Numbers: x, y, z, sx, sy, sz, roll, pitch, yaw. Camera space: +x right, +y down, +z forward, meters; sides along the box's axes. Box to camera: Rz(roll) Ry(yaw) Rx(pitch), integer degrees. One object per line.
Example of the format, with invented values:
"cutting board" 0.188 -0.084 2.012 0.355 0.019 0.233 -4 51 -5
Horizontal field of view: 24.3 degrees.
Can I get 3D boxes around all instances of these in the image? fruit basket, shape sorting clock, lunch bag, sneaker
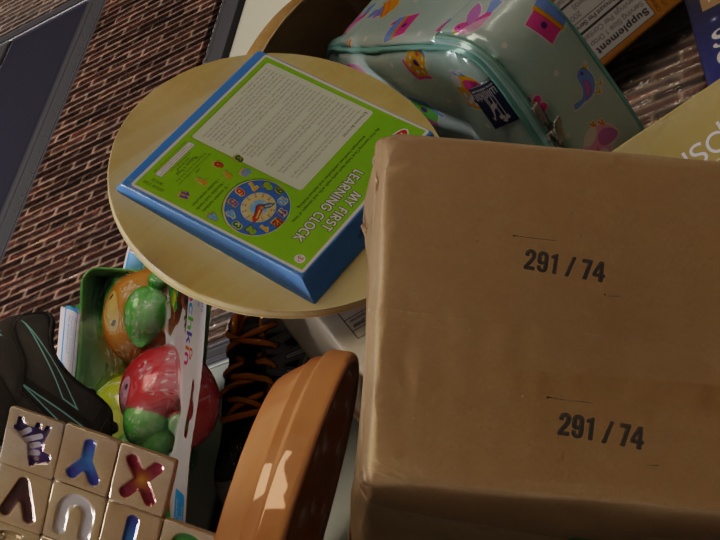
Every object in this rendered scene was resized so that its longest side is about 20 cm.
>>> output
"fruit basket" -0.134 0.068 1.036 0.200 0.093 0.186 -158 73 -73
"shape sorting clock" -0.045 -0.051 0.963 0.199 0.039 0.201 1 48 -1
"lunch bag" 0.077 -0.101 1.041 0.077 0.161 0.200 -45 26 -18
"sneaker" -0.167 0.116 0.972 0.079 0.200 0.075 -36 12 -34
"sneaker" -0.057 0.064 1.050 0.078 0.077 0.200 -15 41 31

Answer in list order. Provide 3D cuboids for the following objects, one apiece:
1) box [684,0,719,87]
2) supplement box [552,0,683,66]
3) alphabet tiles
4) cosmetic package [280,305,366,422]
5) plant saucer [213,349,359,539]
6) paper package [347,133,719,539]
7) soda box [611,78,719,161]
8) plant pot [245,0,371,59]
"box" 0.266 -0.149 1.021 0.121 0.032 0.200 -26 34 21
"supplement box" 0.186 -0.200 1.118 0.200 0.069 0.067 -38 7 2
"alphabet tiles" -0.168 0.182 0.924 0.166 0.201 0.006 17 13 11
"cosmetic package" 0.000 0.000 0.994 0.105 0.071 0.200 -27 51 -14
"plant saucer" -0.045 0.135 0.858 0.037 0.201 0.201 15 51 7
"paper package" 0.096 0.045 0.768 0.199 0.104 0.191 5 61 -1
"soda box" 0.229 -0.083 0.910 0.200 0.068 0.064 -35 75 16
"plant pot" -0.036 -0.101 1.117 0.027 0.200 0.200 22 64 27
